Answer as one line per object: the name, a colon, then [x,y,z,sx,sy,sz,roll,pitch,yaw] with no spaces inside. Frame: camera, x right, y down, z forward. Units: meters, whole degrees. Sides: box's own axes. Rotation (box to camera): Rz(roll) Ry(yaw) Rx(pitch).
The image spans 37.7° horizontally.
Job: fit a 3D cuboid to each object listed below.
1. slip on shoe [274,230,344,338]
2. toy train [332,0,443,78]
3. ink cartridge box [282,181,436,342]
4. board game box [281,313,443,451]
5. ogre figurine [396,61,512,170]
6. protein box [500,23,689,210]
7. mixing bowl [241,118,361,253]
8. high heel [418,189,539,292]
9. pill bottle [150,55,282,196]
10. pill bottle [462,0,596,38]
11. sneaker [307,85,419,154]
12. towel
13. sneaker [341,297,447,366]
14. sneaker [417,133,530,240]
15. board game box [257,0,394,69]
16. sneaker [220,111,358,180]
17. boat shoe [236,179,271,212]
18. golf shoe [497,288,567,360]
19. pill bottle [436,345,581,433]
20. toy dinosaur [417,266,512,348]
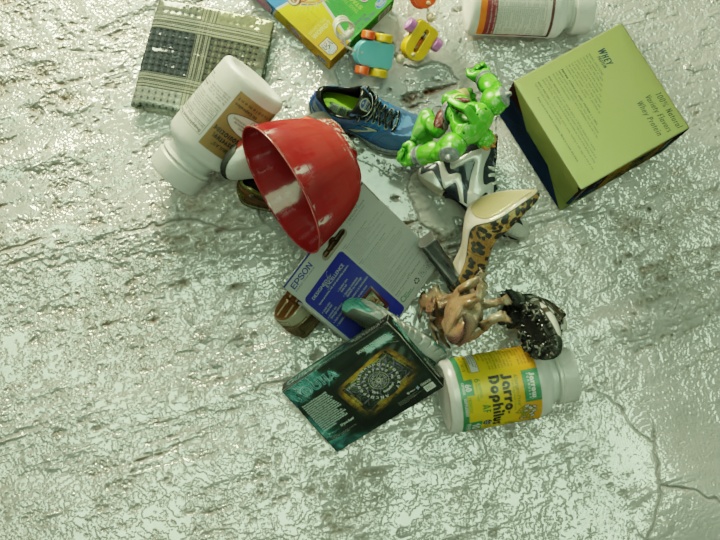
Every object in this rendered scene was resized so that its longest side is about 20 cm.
slip on shoe: [-0.053,0.014,1.620,0.061,0.076,0.200,47,67,-36]
toy train: [0.050,-0.397,1.683,0.200,0.056,0.150,-33,112,-10]
ink cartridge box: [0.000,0.000,1.585,0.200,0.047,0.198,42,79,-28]
board game box: [0.003,0.167,1.541,0.200,0.028,0.135,-34,108,19]
ogre figurine: [0.149,-0.227,1.597,0.200,0.120,0.098,-30,120,-14]
protein box: [0.360,-0.238,1.655,0.200,0.135,0.199,-30,83,-8]
mixing bowl: [-0.068,-0.135,1.473,0.108,0.200,0.200,-30,83,-17]
high heel: [0.205,-0.039,1.600,0.200,0.071,0.143,-28,124,18]
pill bottle: [-0.222,-0.215,1.596,0.114,0.114,0.200,44,102,4]
pill bottle: [0.270,-0.430,1.696,0.200,0.110,0.110,1,80,-4]
sneaker: [0.014,-0.240,1.653,0.200,0.089,0.079,15,80,-1]
towel: [-0.247,-0.328,1.683,0.200,0.035,0.193,11,76,0]
sneaker: [0.041,0.113,1.567,0.200,0.078,0.091,34,89,-30]
sneaker: [0.204,-0.145,1.654,0.199,0.079,0.130,34,88,12]
board game box: [-0.069,-0.449,1.709,0.200,0.040,0.153,43,80,4]
sneaker: [-0.101,-0.165,1.577,0.201,0.067,0.108,-26,57,-25]
boat shoe: [-0.092,-0.117,1.633,0.200,0.068,0.072,2,78,-5]
golf shoe: [0.276,0.077,1.568,0.094,0.200,0.078,8,108,-14]
pill bottle: [0.222,0.173,1.582,0.200,0.113,0.113,-9,81,-6]
toy dinosaur: [0.145,0.070,1.535,0.135,0.200,0.086,-37,100,15]
